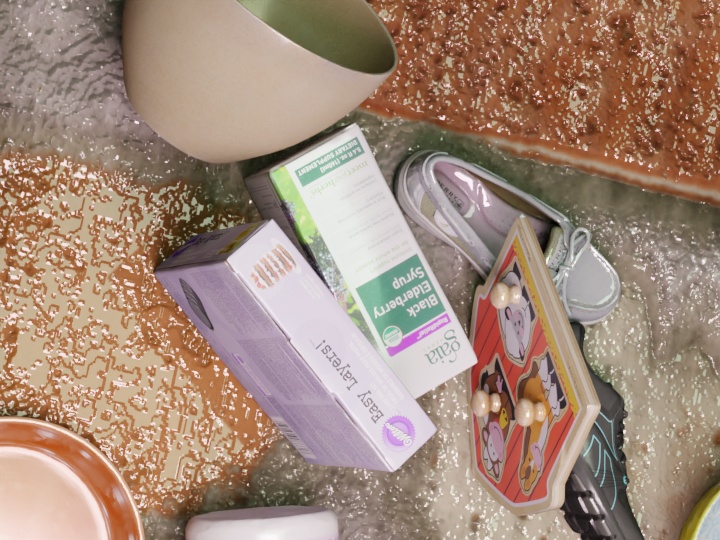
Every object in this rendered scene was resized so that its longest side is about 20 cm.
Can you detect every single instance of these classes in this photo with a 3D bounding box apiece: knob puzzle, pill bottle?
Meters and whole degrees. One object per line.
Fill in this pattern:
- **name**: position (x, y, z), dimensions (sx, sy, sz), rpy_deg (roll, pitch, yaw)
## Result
- **knob puzzle**: position (0.106, 0.091, 1.719), dimensions (0.030, 0.220, 0.220), rpy_deg (-3, 89, -20)
- **pill bottle**: position (-0.066, 0.273, 1.688), dimensions (0.112, 0.112, 0.201), rpy_deg (-4, 89, -19)

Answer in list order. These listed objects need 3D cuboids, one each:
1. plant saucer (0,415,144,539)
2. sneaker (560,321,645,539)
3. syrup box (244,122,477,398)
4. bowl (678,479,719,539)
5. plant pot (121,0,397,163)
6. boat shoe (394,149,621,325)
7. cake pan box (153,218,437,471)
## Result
- **plant saucer**: position (-0.252, 0.203, 1.670), dimensions (0.200, 0.032, 0.201), rpy_deg (1, 88, -18)
- **sneaker**: position (0.177, 0.133, 1.795), dimensions (0.079, 0.075, 0.200), rpy_deg (-30, 98, -19)
- **syrup box**: position (0.000, 0.000, 1.736), dimensions (0.079, 0.081, 0.200), rpy_deg (-29, 96, -16)
- **bowl**: position (0.318, 0.239, 1.820), dimensions (0.199, 0.108, 0.201), rpy_deg (1, 86, -19)
- **plant pot**: position (-0.092, -0.156, 1.672), dimensions (0.200, 0.200, 0.135), rpy_deg (33, 113, -15)
- **boat shoe**: position (0.118, -0.025, 1.785), dimensions (0.202, 0.065, 0.075), rpy_deg (37, 78, -14)
- **cake pan box**: position (-0.047, 0.058, 1.664), dimensions (0.052, 0.184, 0.200), rpy_deg (-41, 100, -16)
